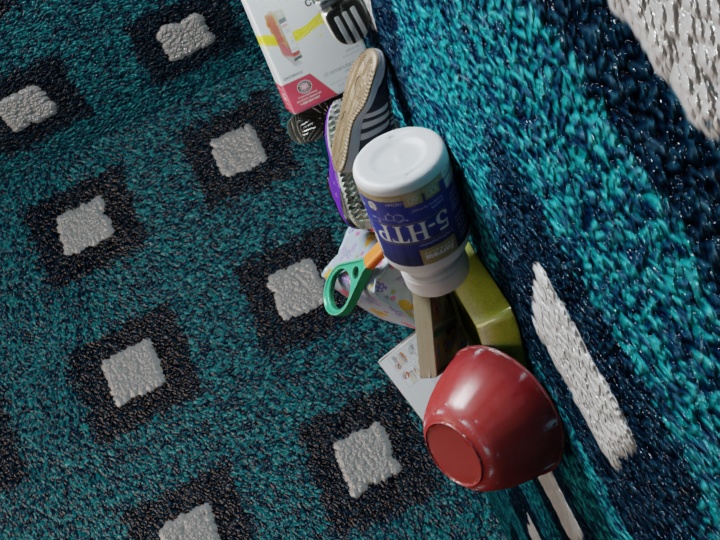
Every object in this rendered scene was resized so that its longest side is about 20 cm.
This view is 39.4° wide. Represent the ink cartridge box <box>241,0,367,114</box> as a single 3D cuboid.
[{"bbox_3d":[-0.081,-0.359,1.510,0.083,0.144,0.201,-124,9,-71],"label":"ink cartridge box"}]

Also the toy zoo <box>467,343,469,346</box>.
[{"bbox_3d":[0.179,0.090,1.690,0.131,0.020,0.202,176,70,-88],"label":"toy zoo"}]

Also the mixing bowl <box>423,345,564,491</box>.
[{"bbox_3d":[0.155,0.212,1.313,0.199,0.108,0.202,31,138,32],"label":"mixing bowl"}]

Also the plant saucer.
[{"bbox_3d":[0.168,0.069,1.387,0.201,0.048,0.201,-117,4,-48],"label":"plant saucer"}]

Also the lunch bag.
[{"bbox_3d":[0.067,0.024,1.620,0.200,0.128,0.169,38,168,-29],"label":"lunch bag"}]

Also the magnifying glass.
[{"bbox_3d":[0.000,0.000,1.510,0.200,0.022,0.080,-44,47,41],"label":"magnifying glass"}]

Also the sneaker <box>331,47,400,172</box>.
[{"bbox_3d":[0.032,-0.226,1.432,0.070,0.107,0.201,-114,31,-41],"label":"sneaker"}]

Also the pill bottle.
[{"bbox_3d":[0.073,-0.067,1.269,0.120,0.119,0.201,-117,3,-50],"label":"pill bottle"}]

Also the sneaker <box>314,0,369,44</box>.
[{"bbox_3d":[-0.056,-0.407,1.378,0.116,0.074,0.201,-114,-1,-71],"label":"sneaker"}]

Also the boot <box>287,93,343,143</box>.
[{"bbox_3d":[-0.020,-0.267,1.646,0.200,0.180,0.073,-40,-61,-67],"label":"boot"}]

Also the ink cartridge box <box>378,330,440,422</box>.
[{"bbox_3d":[0.123,0.202,1.621,0.201,0.084,0.176,52,179,7],"label":"ink cartridge box"}]

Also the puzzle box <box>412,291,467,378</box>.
[{"bbox_3d":[0.116,0.072,1.438,0.200,0.025,0.135,-17,-78,-71],"label":"puzzle box"}]

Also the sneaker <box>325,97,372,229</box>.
[{"bbox_3d":[-0.025,-0.159,1.543,0.099,0.069,0.202,177,83,-69],"label":"sneaker"}]

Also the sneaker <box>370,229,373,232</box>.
[{"bbox_3d":[0.031,-0.103,1.690,0.116,0.078,0.201,57,-168,-26],"label":"sneaker"}]
